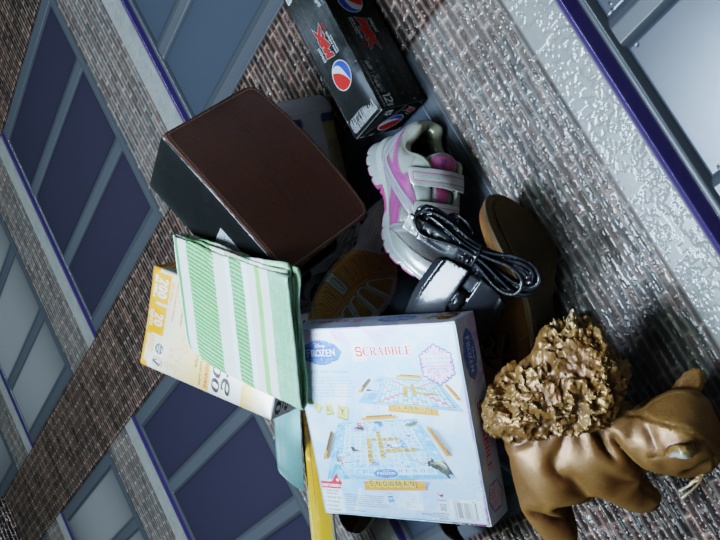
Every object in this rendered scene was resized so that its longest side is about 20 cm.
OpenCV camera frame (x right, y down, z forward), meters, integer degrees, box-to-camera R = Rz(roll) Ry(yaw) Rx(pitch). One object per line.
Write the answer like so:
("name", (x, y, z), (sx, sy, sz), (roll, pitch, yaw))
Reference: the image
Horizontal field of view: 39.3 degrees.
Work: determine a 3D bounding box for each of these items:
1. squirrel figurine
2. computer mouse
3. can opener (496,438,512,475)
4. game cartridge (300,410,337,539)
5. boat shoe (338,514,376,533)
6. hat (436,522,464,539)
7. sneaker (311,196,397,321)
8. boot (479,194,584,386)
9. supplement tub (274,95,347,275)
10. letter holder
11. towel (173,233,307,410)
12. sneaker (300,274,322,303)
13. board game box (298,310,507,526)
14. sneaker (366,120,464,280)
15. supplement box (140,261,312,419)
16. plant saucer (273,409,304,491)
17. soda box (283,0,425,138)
("squirrel figurine", (0.218, 0.138, 0.903), (0.186, 0.142, 0.200), (-21, 118, 46))
("computer mouse", (0.083, 0.038, 0.988), (0.138, 0.053, 0.201), (31, 142, 10))
("can opener", (0.121, 0.154, 1.097), (0.199, 0.063, 0.079), (38, 131, 2))
("game cartridge", (-0.057, 0.295, 1.334), (0.177, 0.032, 0.202), (93, 168, -59))
("boat shoe", (-0.014, 0.276, 1.342), (0.075, 0.074, 0.204), (35, 131, 38))
("hat", (0.100, 0.226, 1.147), (0.202, 0.081, 0.201), (57, 179, 1))
("sneaker", (0.000, 0.000, 1.123), (0.076, 0.201, 0.087), (45, 146, -14))
("boot", (0.145, 0.035, 1.040), (0.201, 0.076, 0.155), (57, 140, 1))
("supplement tub", (-0.086, -0.098, 1.215), (0.144, 0.144, 0.202), (-3, 102, 52))
("letter holder", (-0.109, -0.082, 1.104), (0.200, 0.142, 0.101), (47, 148, 8))
("towel", (-0.127, 0.047, 1.061), (0.199, 0.023, 0.154), (17, 117, 43))
("sneaker", (-0.116, 0.073, 1.233), (0.077, 0.076, 0.200), (39, 115, -6))
("board game box", (0.035, 0.145, 0.993), (0.198, 0.041, 0.202), (-4, 101, 35))
("sneaker", (0.067, -0.077, 1.056), (0.088, 0.081, 0.202), (-46, 52, 44))
("supplement box", (-0.155, 0.076, 1.181), (0.198, 0.073, 0.127), (18, 105, 26))
("plant saucer", (-0.099, 0.196, 1.360), (0.200, 0.035, 0.203), (177, 90, -86))
("soda box", (-0.011, -0.250, 1.113), (0.063, 0.070, 0.201), (-39, 74, 51))
